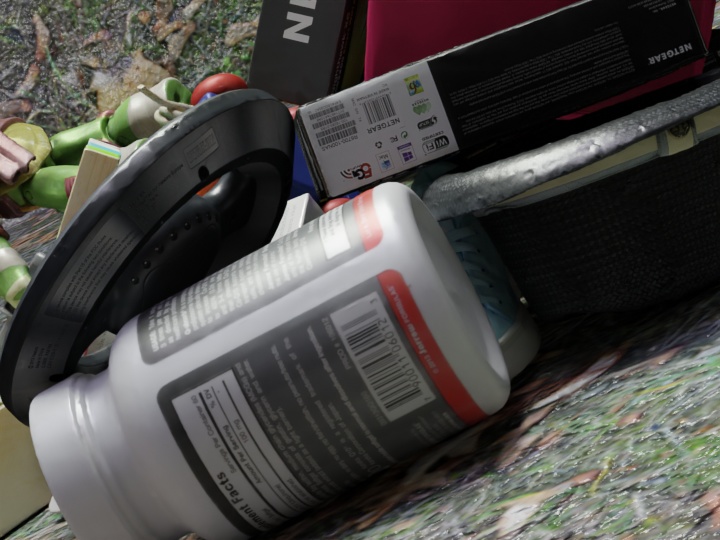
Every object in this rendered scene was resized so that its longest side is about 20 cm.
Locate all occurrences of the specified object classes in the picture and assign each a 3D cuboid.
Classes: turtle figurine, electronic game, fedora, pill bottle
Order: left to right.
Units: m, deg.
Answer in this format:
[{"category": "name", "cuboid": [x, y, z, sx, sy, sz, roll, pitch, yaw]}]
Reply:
[{"category": "turtle figurine", "cuboid": [-0.181, -0.030, 1.523, 0.193, 0.201, 0.144, -17, -1, 27]}, {"category": "electronic game", "cuboid": [-0.102, -0.004, 1.181, 0.200, 0.042, 0.200, -46, -16, -17]}, {"category": "pill bottle", "cuboid": [-0.042, 0.053, 1.103, 0.199, 0.116, 0.116, -27, 9, 9]}, {"category": "fedora", "cuboid": [0.128, -0.031, 1.174, 0.200, 0.092, 0.201, -19, 5, 2]}]

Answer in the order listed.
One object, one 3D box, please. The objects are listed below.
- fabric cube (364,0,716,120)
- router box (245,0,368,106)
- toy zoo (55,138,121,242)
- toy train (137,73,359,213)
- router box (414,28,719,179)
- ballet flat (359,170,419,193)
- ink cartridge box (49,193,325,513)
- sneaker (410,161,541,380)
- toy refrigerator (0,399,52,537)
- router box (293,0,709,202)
[{"category": "fabric cube", "cuboid": [0.115, -0.219, 1.400, 0.195, 0.200, 0.200, 6, 30, 9]}, {"category": "router box", "cuboid": [-0.012, -0.207, 1.468, 0.052, 0.201, 0.157, 13, 14, 7]}, {"category": "toy zoo", "cuboid": [-0.161, -0.006, 1.341, 0.020, 0.132, 0.200, 17, 2, -7]}, {"category": "toy train", "cuboid": [-0.097, -0.046, 1.355, 0.116, 0.085, 0.200, -38, -32, 23]}, {"category": "router box", "cuboid": [0.141, -0.084, 1.536, 0.199, 0.062, 0.150, -27, 10, -6]}, {"category": "ballet flat", "cuboid": [0.043, -0.092, 1.514, 0.199, 0.068, 0.064, -26, -19, 5]}, {"category": "ink cartridge box", "cuboid": [-0.100, 0.049, 1.325, 0.199, 0.068, 0.117, -22, 36, 27]}, {"category": "sneaker", "cuboid": [0.040, 0.003, 1.225, 0.074, 0.082, 0.200, -30, 18, 10]}, {"category": "toy refrigerator", "cuboid": [-0.221, 0.113, 1.420, 0.076, 0.070, 0.200, -18, 12, 44]}, {"category": "router box", "cuboid": [0.066, -0.092, 1.236, 0.199, 0.051, 0.149, -21, 2, -1]}]
